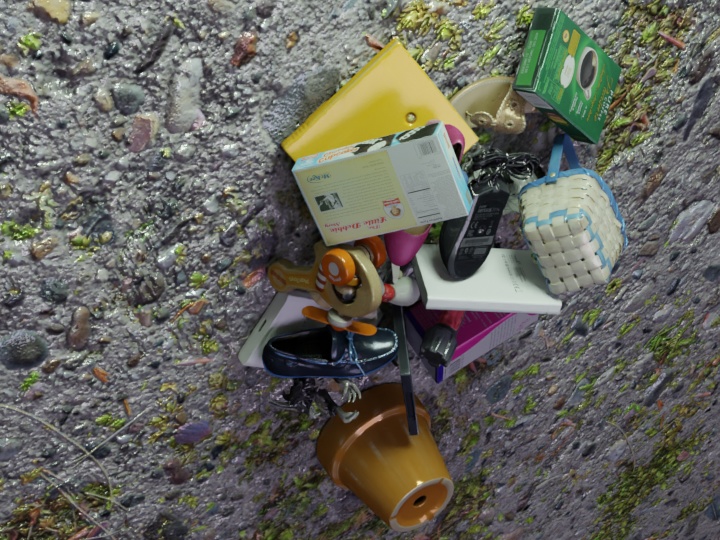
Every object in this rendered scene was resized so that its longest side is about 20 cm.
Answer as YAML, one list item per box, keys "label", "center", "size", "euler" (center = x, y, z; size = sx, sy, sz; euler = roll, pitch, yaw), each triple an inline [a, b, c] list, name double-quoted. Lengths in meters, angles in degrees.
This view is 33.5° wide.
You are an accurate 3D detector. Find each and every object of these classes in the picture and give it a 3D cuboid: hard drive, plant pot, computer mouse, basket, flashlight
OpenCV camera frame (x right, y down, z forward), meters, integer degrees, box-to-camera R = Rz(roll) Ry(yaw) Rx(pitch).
- label: "hard drive"
  center: [0.178, 0.012, 1.733]
  size: [0.198, 0.132, 0.027]
  euler: [3, 126, -13]
- label: "plant pot"
  center: [0.056, 0.323, 1.986]
  size: [0.199, 0.183, 0.201]
  euler: [-23, 140, -21]
- label: "computer mouse"
  center: [0.162, -0.085, 1.673]
  size: [0.138, 0.053, 0.201]
  euler: [-1, 119, -48]
- label: "basket"
  center: [0.303, -0.080, 1.720]
  size: [0.138, 0.200, 0.177]
  euler: [-11, 122, 31]
- label: "flashlight"
  center: [0.145, 0.043, 1.801]
  size: [0.068, 0.068, 0.201]
  euler: [36, 65, -24]
- label: "hard drive"
  center: [-0.072, 0.095, 1.781]
  size: [0.199, 0.026, 0.132]
  euler: [12, 120, -46]

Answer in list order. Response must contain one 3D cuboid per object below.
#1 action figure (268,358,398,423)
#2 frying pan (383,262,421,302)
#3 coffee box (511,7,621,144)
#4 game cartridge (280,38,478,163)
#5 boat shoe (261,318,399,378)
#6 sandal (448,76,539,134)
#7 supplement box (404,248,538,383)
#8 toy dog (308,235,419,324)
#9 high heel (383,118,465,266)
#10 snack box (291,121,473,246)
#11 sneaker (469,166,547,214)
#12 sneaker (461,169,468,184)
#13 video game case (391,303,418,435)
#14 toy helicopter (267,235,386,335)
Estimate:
- label: "action figure"
  center: [-0.034, 0.168, 1.778]
  size: [0.199, 0.102, 0.119]
  euler: [-33, 164, -13]
- label: "frying pan"
  center: [0.094, -0.017, 1.809]
  size: [0.114, 0.031, 0.191]
  euler: [-13, 138, -31]
- label: "coffee box"
  center: [0.289, -0.267, 1.666]
  size: [0.200, 0.044, 0.124]
  euler: [24, 82, -50]
- label: "game cartridge"
  center: [0.026, -0.166, 1.540]
  size: [0.200, 0.032, 0.176]
  euler: [-41, 114, 5]
- label: "boat shoe"
  center: [-0.039, 0.116, 1.706]
  size: [0.199, 0.085, 0.069]
  euler: [-12, 149, -12]
- label: "sandal"
  center: [0.218, -0.224, 1.666]
  size: [0.211, 0.070, 0.078]
  euler: [-15, 136, -28]
- label: "supplement box"
  center: [0.177, 0.072, 1.888]
  size: [0.199, 0.104, 0.101]
  euler: [-30, 156, -11]
- label: "toy dog"
  center: [0.000, 0.000, 1.702]
  size: [0.131, 0.097, 0.200]
  euler: [-25, 156, 11]
- label: "high heel"
  center: [0.083, -0.089, 1.513]
  size: [0.067, 0.096, 0.201]
  euler: [17, 105, -19]
- label: "snack box"
  center: [0.027, -0.104, 1.479]
  size: [0.199, 0.037, 0.117]
  euler: [-11, 120, 23]
- label: "sneaker"
  center: [0.227, -0.117, 1.792]
  size: [0.199, 0.075, 0.081]
  euler: [8, 135, -40]
- label: "sneaker"
  center: [0.086, -0.148, 1.628]
  size: [0.199, 0.079, 0.089]
  euler: [14, 120, -46]
- label: "video game case"
  center: [0.068, 0.146, 1.843]
  size: [0.019, 0.144, 0.200]
  euler: [-8, 146, 3]
- label: "toy helicopter"
  center: [-0.048, 0.022, 1.597]
  size: [0.079, 0.199, 0.133]
  euler: [-27, 113, -42]
